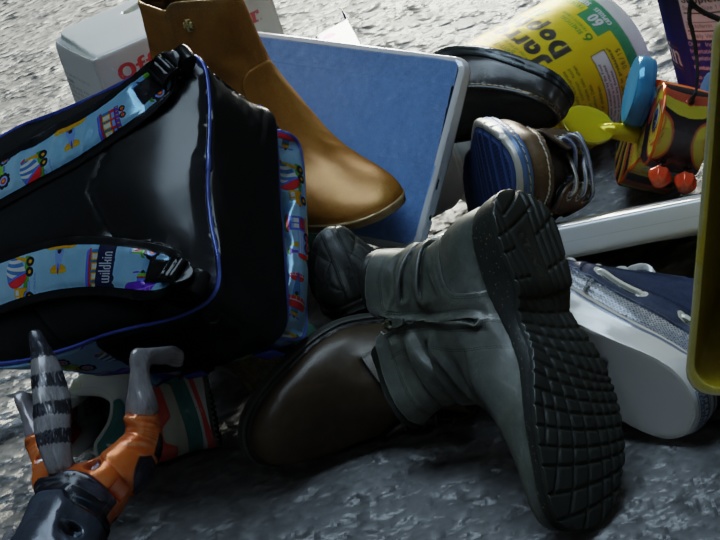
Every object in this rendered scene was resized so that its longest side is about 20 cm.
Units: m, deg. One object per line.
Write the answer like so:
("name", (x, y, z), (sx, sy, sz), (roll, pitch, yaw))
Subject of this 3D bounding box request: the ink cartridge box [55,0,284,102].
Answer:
("ink cartridge box", (-0.115, -0.099, 1.660), (0.145, 0.200, 0.083), (-27, 26, -19))

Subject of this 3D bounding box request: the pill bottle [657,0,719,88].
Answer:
("pill bottle", (0.263, -0.186, 1.587), (0.116, 0.200, 0.116), (-15, 24, 7))

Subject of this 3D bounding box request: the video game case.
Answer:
("video game case", (0.137, -0.021, 1.457), (0.200, 0.024, 0.182), (-12, 1, 14))

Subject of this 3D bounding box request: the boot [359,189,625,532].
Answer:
("boot", (0.069, 0.064, 1.291), (0.068, 0.200, 0.131), (4, -24, -41))

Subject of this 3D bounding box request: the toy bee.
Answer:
("toy bee", (0.196, -0.091, 1.511), (0.131, 0.200, 0.109), (4, 64, 16))

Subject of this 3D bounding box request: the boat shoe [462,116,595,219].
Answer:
("boat shoe", (0.109, -0.064, 1.462), (0.072, 0.072, 0.200), (-10, 0, -3))

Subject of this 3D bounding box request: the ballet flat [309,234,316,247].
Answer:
("ballet flat", (-0.069, -0.026, 1.594), (0.071, 0.071, 0.200), (0, 37, 34))

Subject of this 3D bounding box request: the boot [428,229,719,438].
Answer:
("boot", (0.135, 0.024, 1.343), (0.200, 0.073, 0.090), (32, 42, 24))

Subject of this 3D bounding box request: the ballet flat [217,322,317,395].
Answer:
("ballet flat", (-0.102, 0.008, 1.487), (0.071, 0.071, 0.200), (-31, 67, -28))

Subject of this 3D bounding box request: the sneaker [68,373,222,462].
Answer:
("sneaker", (-0.163, 0.072, 1.485), (0.093, 0.070, 0.200), (-19, 26, -18))

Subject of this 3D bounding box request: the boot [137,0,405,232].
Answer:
("boot", (-0.064, -0.108, 1.465), (0.201, 0.144, 0.071), (15, 37, 40))

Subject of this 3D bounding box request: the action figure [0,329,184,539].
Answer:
("action figure", (-0.186, 0.142, 1.291), (0.200, 0.105, 0.194), (-12, 52, 24))

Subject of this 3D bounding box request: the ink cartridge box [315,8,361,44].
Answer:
("ink cartridge box", (0.001, -0.128, 1.773), (0.037, 0.095, 0.200), (-18, 24, 1))

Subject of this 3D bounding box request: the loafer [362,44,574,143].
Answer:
("loafer", (0.047, -0.103, 1.534), (0.200, 0.073, 0.072), (1, 57, 34))

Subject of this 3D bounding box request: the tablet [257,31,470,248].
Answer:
("tablet", (-0.025, -0.088, 1.526), (0.200, 0.130, 0.014), (11, -7, 35))

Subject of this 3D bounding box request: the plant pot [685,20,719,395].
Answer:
("plant pot", (0.284, -0.044, 1.256), (0.200, 0.200, 0.176), (4, 12, 7))

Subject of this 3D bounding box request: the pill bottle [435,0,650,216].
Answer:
("pill bottle", (0.104, -0.115, 1.654), (0.200, 0.113, 0.113), (-30, 27, -25))

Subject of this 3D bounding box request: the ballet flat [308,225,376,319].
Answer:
("ballet flat", (0.000, 0.000, 1.486), (0.066, 0.057, 0.200), (-19, -2, 0))

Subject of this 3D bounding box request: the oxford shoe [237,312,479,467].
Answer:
("oxford shoe", (0.021, 0.065, 1.375), (0.200, 0.073, 0.084), (-26, 27, -18))

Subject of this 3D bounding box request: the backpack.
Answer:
("backpack", (-0.146, -0.015, 1.389), (0.200, 0.135, 0.183), (-18, 62, 26))
